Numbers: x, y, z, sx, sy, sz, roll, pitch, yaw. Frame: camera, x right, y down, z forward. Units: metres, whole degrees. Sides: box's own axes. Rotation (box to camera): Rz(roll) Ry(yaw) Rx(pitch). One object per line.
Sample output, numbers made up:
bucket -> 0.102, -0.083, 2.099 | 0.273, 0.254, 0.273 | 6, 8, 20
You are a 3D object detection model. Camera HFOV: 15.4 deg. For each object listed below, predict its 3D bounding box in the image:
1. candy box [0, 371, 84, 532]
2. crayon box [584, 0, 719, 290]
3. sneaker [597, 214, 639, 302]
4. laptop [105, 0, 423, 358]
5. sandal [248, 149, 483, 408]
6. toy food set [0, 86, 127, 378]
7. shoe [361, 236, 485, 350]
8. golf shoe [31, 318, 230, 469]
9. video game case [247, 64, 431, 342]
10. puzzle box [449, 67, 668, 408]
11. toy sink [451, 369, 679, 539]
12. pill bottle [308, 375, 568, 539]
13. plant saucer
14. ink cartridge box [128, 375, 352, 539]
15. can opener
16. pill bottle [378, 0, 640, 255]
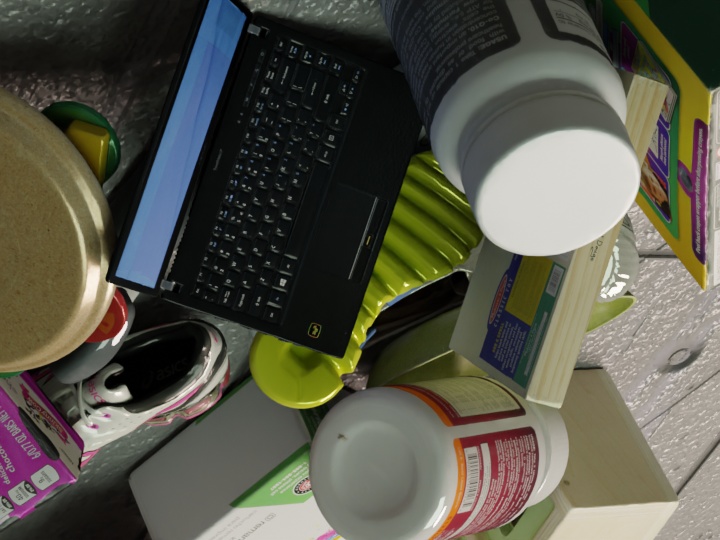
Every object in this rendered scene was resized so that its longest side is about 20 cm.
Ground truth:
candy box -> -0.291, 0.122, 1.646 | 0.200, 0.061, 0.136 | -34, 107, 11
crayon box -> 0.186, -0.113, 1.608 | 0.058, 0.173, 0.200 | -25, 146, -11
sneaker -> 0.119, -0.060, 1.702 | 0.072, 0.072, 0.200 | -32, 130, -4
laptop -> -0.047, -0.053, 1.521 | 0.200, 0.103, 0.177 | 20, 89, -27
sandal -> 0.000, 0.000, 1.655 | 0.200, 0.079, 0.087 | -43, -172, -10
toy food set -> -0.220, -0.026, 1.490 | 0.198, 0.049, 0.200 | 19, 124, 9
shoe -> 0.047, 0.010, 1.787 | 0.200, 0.053, 0.070 | -21, 146, -8
golf shoe -> -0.179, 0.084, 1.706 | 0.200, 0.073, 0.092 | -29, 165, -7
video game case -> 0.005, -0.047, 1.678 | 0.200, 0.024, 0.182 | -33, 148, -14
puzzle box -> 0.115, -0.028, 1.583 | 0.025, 0.133, 0.200 | 16, 97, -21
toy sink -> 0.126, 0.188, 2.009 | 0.112, 0.130, 0.200 | -1, 139, -33
pill bottle -> 0.059, 0.128, 1.812 | 0.110, 0.110, 0.200 | -44, 161, 23
plant saucer -> 0.091, 0.043, 1.828 | 0.200, 0.031, 0.200 | -21, 171, -4
ink cartridge box -> -0.042, 0.159, 1.898 | 0.145, 0.084, 0.200 | -39, 144, 18
can opener -> -0.131, -0.014, 1.634 | 0.053, 0.066, 0.200 | 7, 128, -42
pill bottle -> 0.085, -0.110, 1.512 | 0.113, 0.200, 0.113 | -9, 135, -9
